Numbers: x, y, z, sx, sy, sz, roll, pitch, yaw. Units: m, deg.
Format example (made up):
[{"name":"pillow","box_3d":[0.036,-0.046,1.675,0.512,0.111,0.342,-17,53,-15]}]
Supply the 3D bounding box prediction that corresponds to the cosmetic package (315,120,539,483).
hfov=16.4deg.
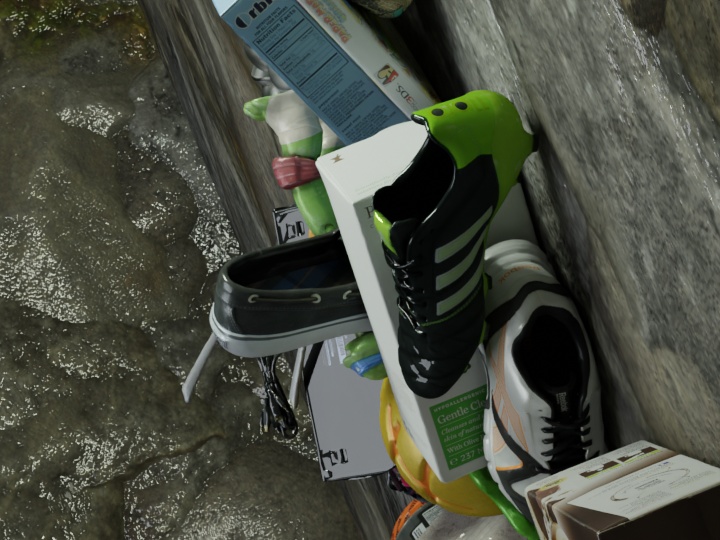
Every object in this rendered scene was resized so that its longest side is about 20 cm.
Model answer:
[{"name":"cosmetic package","box_3d":[0.057,0.012,1.527,0.085,0.107,0.201,-126,15,-62]}]

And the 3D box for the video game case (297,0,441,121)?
[{"name":"video game case","box_3d":[-0.028,-0.188,1.594,0.182,0.023,0.200,45,-171,-29]}]

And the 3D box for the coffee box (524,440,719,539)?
[{"name":"coffee box","box_3d":[0.156,0.162,1.308,0.200,0.079,0.114,-177,67,-83]}]

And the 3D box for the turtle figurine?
[{"name":"turtle figurine","box_3d":[-0.052,-0.011,1.692,0.199,0.143,0.196,-21,76,49]}]

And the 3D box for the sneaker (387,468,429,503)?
[{"name":"sneaker","box_3d":[0.049,0.139,1.882,0.080,0.075,0.200,27,169,6]}]

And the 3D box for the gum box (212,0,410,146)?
[{"name":"gum box","box_3d":[-0.030,-0.147,1.631,0.200,0.044,0.170,45,-170,-31]}]

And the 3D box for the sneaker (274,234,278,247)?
[{"name":"sneaker","box_3d":[-0.006,-0.011,1.856,0.200,0.114,0.076,134,146,-83]}]

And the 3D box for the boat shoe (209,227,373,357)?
[{"name":"boat shoe","box_3d":[0.000,0.000,1.578,0.069,0.199,0.057,57,156,38]}]

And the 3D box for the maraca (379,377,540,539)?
[{"name":"maraca","box_3d":[0.074,0.113,1.678,0.137,0.107,0.200,45,-173,-24]}]

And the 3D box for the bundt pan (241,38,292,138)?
[{"name":"bundt pan","box_3d":[-0.040,-0.152,1.929,0.202,0.075,0.203,159,90,-84]}]

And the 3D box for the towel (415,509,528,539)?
[{"name":"towel","box_3d":[0.065,0.221,1.795,0.034,0.200,0.133,40,-176,-23]}]

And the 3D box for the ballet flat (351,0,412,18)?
[{"name":"ballet flat","box_3d":[-0.022,-0.241,1.555,0.201,0.067,0.075,63,177,13]}]

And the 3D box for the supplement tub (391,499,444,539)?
[{"name":"supplement tub","box_3d":[0.093,0.246,1.910,0.200,0.122,0.123,-127,16,-68]}]

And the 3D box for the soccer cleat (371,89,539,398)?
[{"name":"soccer cleat","box_3d":[0.039,-0.013,1.410,0.068,0.080,0.201,50,137,43]}]

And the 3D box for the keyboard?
[{"name":"keyboard","box_3d":[-0.030,0.051,1.791,0.021,0.126,0.202,-7,-94,-55]}]

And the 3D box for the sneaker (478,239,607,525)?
[{"name":"sneaker","box_3d":[0.109,0.085,1.478,0.080,0.073,0.201,-128,17,-61]}]
